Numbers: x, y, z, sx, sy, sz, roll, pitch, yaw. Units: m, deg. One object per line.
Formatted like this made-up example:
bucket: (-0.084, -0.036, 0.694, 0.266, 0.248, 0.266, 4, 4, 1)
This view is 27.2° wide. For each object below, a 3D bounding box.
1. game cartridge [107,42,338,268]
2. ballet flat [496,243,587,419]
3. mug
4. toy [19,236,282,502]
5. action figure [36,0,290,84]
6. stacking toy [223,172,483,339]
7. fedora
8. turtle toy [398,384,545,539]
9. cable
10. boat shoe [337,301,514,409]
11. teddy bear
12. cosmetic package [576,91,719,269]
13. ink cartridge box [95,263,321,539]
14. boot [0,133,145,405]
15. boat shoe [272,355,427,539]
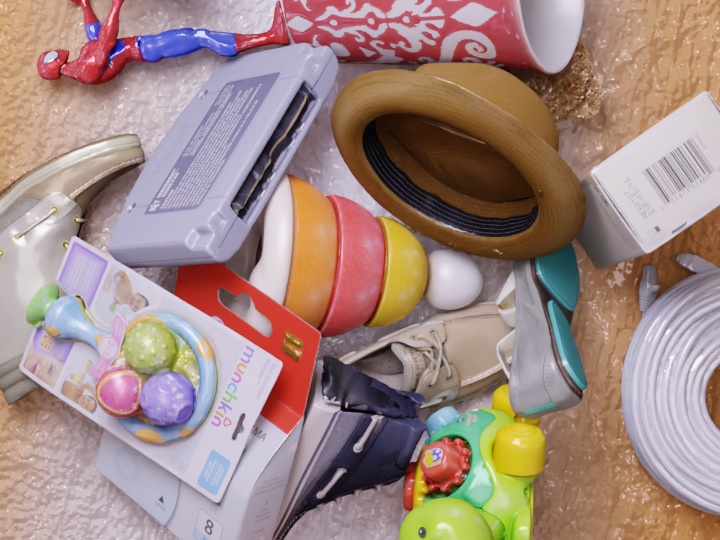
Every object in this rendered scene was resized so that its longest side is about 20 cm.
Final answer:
game cartridge: (-0.107, -0.085, 1.126, 0.041, 0.133, 0.200, 50, 56, -36)
ballet flat: (0.130, 0.034, 1.128, 0.064, 0.200, 0.067, -28, 120, 23)
mug: (0.062, -0.215, 1.138, 0.200, 0.177, 0.134, 2, 99, 29)
toy: (-0.165, 0.070, 1.074, 0.200, 0.047, 0.115, 30, 103, 25)
action figure: (-0.164, -0.203, 1.179, 0.200, 0.065, 0.099, -14, 96, -1)
stacking toy: (0.000, 0.000, 1.160, 0.200, 0.146, 0.146, 7, 87, -19)
fedora: (0.079, -0.093, 1.087, 0.200, 0.201, 0.082, 28, 60, 1)
turtle toy: (0.081, 0.173, 1.102, 0.101, 0.200, 0.146, 4, 107, 4)
cable: (0.305, 0.095, 1.166, 0.200, 0.069, 0.200, 12, 87, 0)
boat shoe: (0.044, 0.076, 1.167, 0.200, 0.065, 0.072, -17, 88, -1)
teddy bear: (0.095, -0.115, 1.184, 0.145, 0.067, 0.200, 35, 91, 15)
cosmetic package: (0.214, -0.062, 1.109, 0.103, 0.200, 0.073, -35, 89, -3)
ink cartridge box: (-0.116, 0.101, 1.099, 0.160, 0.047, 0.200, 33, 120, 35)
boot: (-0.227, -0.002, 1.167, 0.200, 0.072, 0.155, -31, 87, 3)
boat shoe: (-0.022, 0.157, 1.129, 0.093, 0.075, 0.200, 19, 129, -12)
